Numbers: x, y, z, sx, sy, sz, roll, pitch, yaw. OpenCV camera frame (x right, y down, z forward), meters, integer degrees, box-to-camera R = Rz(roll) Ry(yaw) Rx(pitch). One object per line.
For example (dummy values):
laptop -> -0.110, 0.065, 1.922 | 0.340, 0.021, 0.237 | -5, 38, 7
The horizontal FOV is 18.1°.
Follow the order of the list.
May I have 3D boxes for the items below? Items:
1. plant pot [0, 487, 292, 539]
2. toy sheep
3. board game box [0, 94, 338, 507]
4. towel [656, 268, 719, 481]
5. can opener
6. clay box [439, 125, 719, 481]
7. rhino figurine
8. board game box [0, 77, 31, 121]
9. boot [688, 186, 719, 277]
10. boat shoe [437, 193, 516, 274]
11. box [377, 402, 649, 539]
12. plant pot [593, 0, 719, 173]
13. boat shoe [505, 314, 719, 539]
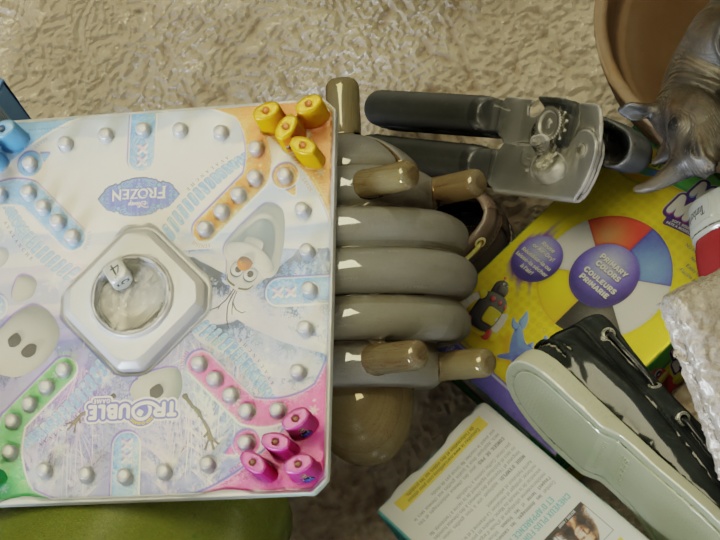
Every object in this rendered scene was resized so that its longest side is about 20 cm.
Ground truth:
plant pot -> -0.126, 0.178, 1.131 | 0.199, 0.201, 0.194 | 9, 52, 24
toy sheep -> 0.000, 0.000, 1.158 | 0.137, 0.138, 0.202 | -3, 79, 18
board game box -> -0.112, 0.012, 1.098 | 0.198, 0.026, 0.201 | -3, 70, 12
towel -> 0.228, 0.082, 1.058 | 0.132, 0.034, 0.201 | -21, 92, -18
can opener -> 0.078, -0.068, 1.249 | 0.199, 0.067, 0.054 | 10, 88, 55
clay box -> 0.141, 0.007, 1.209 | 0.200, 0.048, 0.115 | -44, 56, -8
rhino figurine -> 0.199, -0.113, 1.139 | 0.200, 0.060, 0.087 | -51, 38, -13
board game box -> -0.195, 0.012, 1.236 | 0.036, 0.200, 0.152 | 10, 63, 26
boot -> 0.270, 0.026, 1.126 | 0.198, 0.072, 0.145 | -6, 71, -9
boat shoe -> -0.010, 0.007, 1.257 | 0.199, 0.060, 0.072 | -18, 56, 9
box -> 0.106, 0.159, 1.128 | 0.082, 0.049, 0.200 | -44, 56, -8
plant pot -> 0.233, -0.123, 1.226 | 0.199, 0.093, 0.202 | -10, 57, 15
boat shoe -> 0.163, 0.099, 1.114 | 0.199, 0.075, 0.066 | 42, 63, 15
